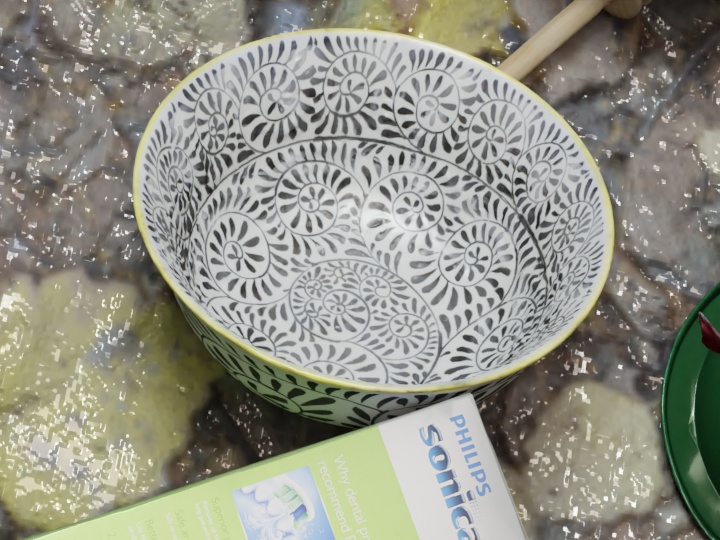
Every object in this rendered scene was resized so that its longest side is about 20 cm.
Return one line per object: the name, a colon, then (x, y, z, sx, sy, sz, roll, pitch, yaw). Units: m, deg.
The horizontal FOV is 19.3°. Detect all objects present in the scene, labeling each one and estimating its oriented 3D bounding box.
toothbrush box: (-0.049, 0.130, 0.826, 0.199, 0.146, 0.087, -18, 78, -20)
hat: (0.230, 0.051, 0.906, 0.200, 0.176, 0.166, -37, 85, -22)
honey dipper: (0.081, -0.102, 0.994, 0.200, 0.038, 0.038, -41, 86, -21)
bowl: (0.000, 0.000, 0.894, 0.199, 0.095, 0.202, 6, 47, -6)
